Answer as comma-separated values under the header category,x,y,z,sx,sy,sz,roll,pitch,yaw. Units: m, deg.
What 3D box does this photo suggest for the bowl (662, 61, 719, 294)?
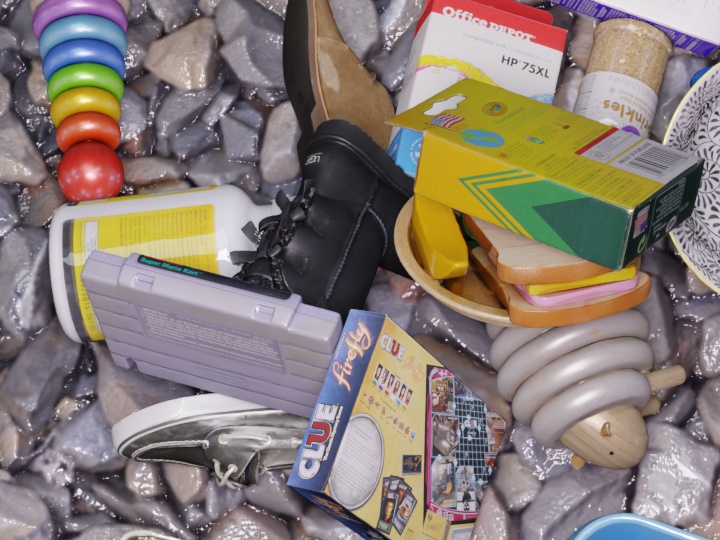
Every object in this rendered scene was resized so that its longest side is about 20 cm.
category,x,y,z,sx,sy,sz,roll,pitch,yaw
bowl,0.314,-0.071,1.484,0.198,0.094,0.203,0,94,-1

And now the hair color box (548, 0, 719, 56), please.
category,x,y,z,sx,sy,sz,roll,pitch,yaw
hair color box,0.212,-0.261,1.615,0.198,0.065,0.110,20,87,-1

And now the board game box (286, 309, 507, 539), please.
category,x,y,z,sx,sy,sz,roll,pitch,yaw
board game box,0.032,0.132,1.449,0.034,0.200,0.137,7,68,35

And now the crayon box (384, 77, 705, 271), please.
category,x,y,z,sx,sy,sz,roll,pitch,yaw
crayon box,0.128,-0.073,1.412,0.199,0.051,0.127,23,30,26

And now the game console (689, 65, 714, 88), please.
category,x,y,z,sx,sy,sz,roll,pitch,yaw
game console,0.385,-0.097,1.591,0.198,0.118,0.172,-15,100,1

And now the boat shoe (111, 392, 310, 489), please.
category,x,y,z,sx,sy,sz,roll,pitch,yaw
boat shoe,-0.093,0.132,1.529,0.198,0.071,0.064,-7,68,1

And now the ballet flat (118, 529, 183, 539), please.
category,x,y,z,sx,sy,sz,roll,pitch,yaw
ballet flat,-0.099,0.240,1.492,0.198,0.070,0.070,15,72,11

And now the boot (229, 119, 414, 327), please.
category,x,y,z,sx,sy,sz,roll,pitch,yaw
boot,0.001,0.000,1.508,0.198,0.073,0.163,41,56,-26

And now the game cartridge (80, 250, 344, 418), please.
category,x,y,z,sx,sy,sz,roll,pitch,yaw
game cartridge,-0.101,0.048,1.462,0.198,0.130,0.039,14,54,17

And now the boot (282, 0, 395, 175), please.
category,x,y,z,sx,sy,sz,roll,pitch,yaw
boot,-0.019,-0.157,1.639,0.075,0.074,0.202,-4,71,-17

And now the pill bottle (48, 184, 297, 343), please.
category,x,y,z,sx,sy,sz,roll,pitch,yaw
pill bottle,-0.138,-0.008,1.562,0.198,0.112,0.113,-6,69,4

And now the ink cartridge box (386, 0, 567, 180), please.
category,x,y,z,sx,sy,sz,roll,pitch,yaw
ink cartridge box,0.094,-0.145,1.599,0.115,0.067,0.202,15,71,-7

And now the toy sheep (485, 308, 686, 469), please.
category,x,y,z,sx,sy,sz,roll,pitch,yaw
toy sheep,0.160,0.059,1.501,0.137,0.138,0.201,-24,66,-3

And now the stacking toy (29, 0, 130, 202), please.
category,x,y,z,sx,sy,sz,roll,pitch,yaw
stacking toy,-0.227,-0.143,1.632,0.084,0.086,0.202,-7,66,3

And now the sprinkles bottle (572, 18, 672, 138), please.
category,x,y,z,sx,sy,sz,roll,pitch,yaw
sprinkles bottle,0.195,-0.099,1.585,0.068,0.068,0.202,13,71,11

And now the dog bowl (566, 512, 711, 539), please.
category,x,y,z,sx,sy,sz,roll,pitch,yaw
dog bowl,0.237,0.244,1.463,0.198,0.050,0.112,19,73,12

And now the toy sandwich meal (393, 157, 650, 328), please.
category,x,y,z,sx,sy,sz,roll,pitch,yaw
toy sandwich meal,0.118,-0.031,1.451,0.203,0.071,0.206,3,38,-2
